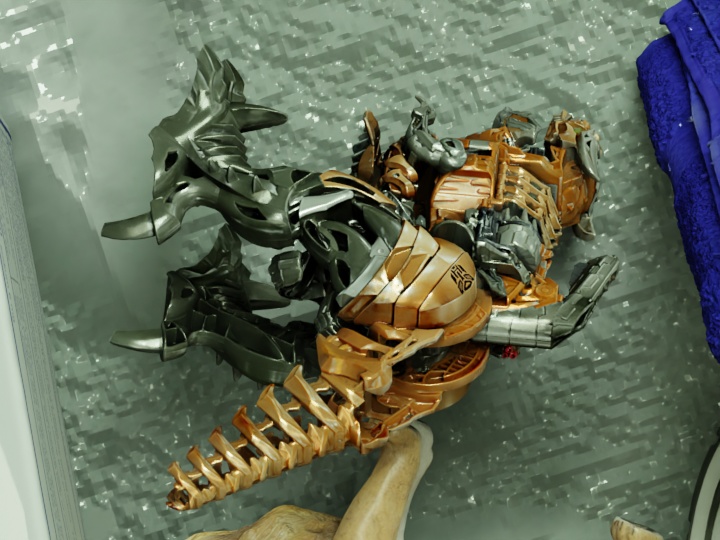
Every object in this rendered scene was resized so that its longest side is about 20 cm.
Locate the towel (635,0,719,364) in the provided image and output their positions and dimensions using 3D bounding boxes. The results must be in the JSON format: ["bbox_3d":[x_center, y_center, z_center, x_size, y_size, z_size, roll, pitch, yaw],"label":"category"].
[{"bbox_3d":[0.161,-0.043,0.860,0.147,0.200,0.050,-12,118,5],"label":"towel"}]

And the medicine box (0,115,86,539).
[{"bbox_3d":[-0.142,0.044,0.863,0.103,0.200,0.183,-11,87,-4],"label":"medicine box"}]

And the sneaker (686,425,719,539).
[{"bbox_3d":[0.170,0.044,0.871,0.076,0.115,0.201,33,73,-11],"label":"sneaker"}]

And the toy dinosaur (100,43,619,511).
[{"bbox_3d":[0.000,0.000,0.884,0.135,0.200,0.102,21,112,22],"label":"toy dinosaur"}]

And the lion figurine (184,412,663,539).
[{"bbox_3d":[0.030,0.119,0.920,0.200,0.072,0.123,23,92,0],"label":"lion figurine"}]
